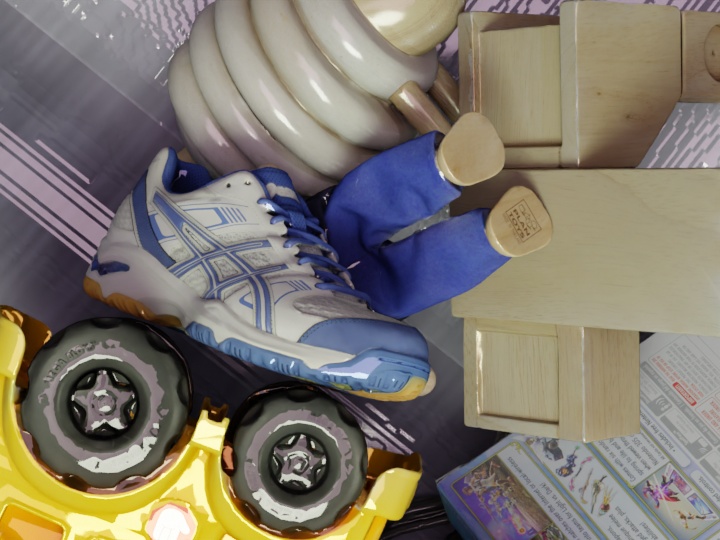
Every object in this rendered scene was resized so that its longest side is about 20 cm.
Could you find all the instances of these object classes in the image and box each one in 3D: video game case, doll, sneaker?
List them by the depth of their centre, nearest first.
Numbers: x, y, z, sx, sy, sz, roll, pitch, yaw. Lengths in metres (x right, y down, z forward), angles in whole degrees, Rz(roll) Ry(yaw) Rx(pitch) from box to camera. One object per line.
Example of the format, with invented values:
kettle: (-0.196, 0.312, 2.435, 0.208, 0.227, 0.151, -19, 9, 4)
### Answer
sneaker: (-0.044, -0.003, 0.817, 0.199, 0.075, 0.089, 20, 86, 37)
video game case: (0.166, 0.130, 0.875, 0.181, 0.046, 0.200, -32, 55, -11)
doll: (0.000, 0.000, 0.876, 0.137, 0.200, 0.048, 56, 45, -8)

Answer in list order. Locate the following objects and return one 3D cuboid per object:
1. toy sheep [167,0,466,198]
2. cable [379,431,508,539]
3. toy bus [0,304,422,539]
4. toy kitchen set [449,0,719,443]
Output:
toy sheep: (-0.029, -0.093, 0.921, 0.200, 0.138, 0.138, -36, 93, 23)
cable: (0.083, 0.109, 0.984, 0.097, 0.050, 0.200, 41, 102, -19)
toy bus: (-0.092, 0.126, 0.812, 0.199, 0.136, 0.193, 19, 86, -4)
toy kitchen set: (0.163, -0.026, 0.874, 0.180, 0.163, 0.201, -4, 95, -41)
